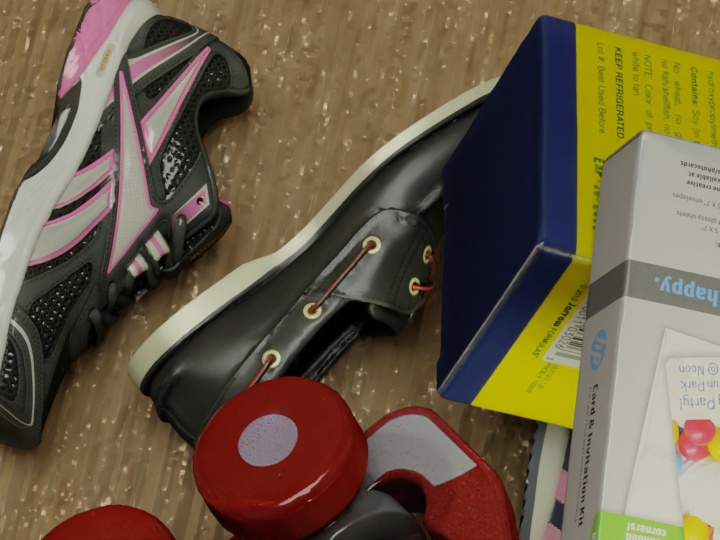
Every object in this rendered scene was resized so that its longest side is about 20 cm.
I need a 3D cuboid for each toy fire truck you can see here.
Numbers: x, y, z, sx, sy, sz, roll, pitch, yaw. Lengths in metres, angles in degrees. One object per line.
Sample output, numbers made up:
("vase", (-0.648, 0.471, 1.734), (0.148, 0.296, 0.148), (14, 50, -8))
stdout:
("toy fire truck", (-0.020, 0.146, 1.096), (0.200, 0.112, 0.168), (-36, 47, -10))

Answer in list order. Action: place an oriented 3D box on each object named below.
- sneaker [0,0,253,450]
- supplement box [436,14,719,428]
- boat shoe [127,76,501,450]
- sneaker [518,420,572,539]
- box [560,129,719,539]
("sneaker", (-0.098, -0.020, 1.218), (0.086, 0.080, 0.201), (19, 76, -1))
("supplement box", (0.140, -0.002, 1.134), (0.199, 0.110, 0.109), (13, 54, -14))
("boat shoe", (0.000, 0.001, 1.205), (0.201, 0.074, 0.063), (-41, 74, -8))
("sneaker", (0.099, 0.131, 1.147), (0.081, 0.070, 0.201), (7, 70, 8))
("box", (0.150, 0.066, 1.024), (0.155, 0.041, 0.201), (13, 72, -13))
